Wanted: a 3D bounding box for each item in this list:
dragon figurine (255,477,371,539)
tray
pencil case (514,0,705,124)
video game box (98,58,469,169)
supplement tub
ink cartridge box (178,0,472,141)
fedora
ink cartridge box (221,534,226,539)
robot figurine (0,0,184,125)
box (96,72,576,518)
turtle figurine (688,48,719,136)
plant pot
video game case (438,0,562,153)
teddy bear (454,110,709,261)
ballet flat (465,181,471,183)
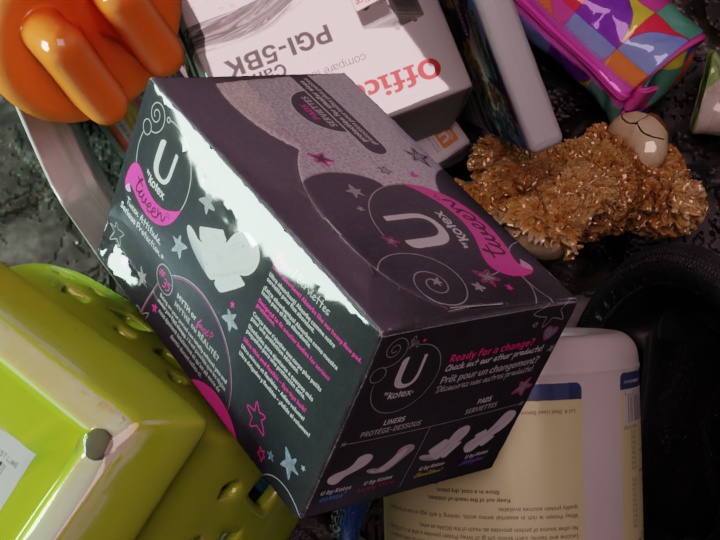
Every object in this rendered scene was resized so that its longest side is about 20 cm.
[{"bbox_3d":[-0.035,0.100,0.910,0.200,0.059,0.100,47,61,-14],"label":"dragon figurine"},{"bbox_3d":[-0.178,-0.082,0.919,0.022,0.108,0.200,-28,54,-3],"label":"tray"},{"bbox_3d":[0.122,-0.180,0.989,0.200,0.088,0.088,42,80,11],"label":"pencil case"},{"bbox_3d":[-0.061,-0.104,0.970,0.182,0.047,0.200,-35,86,-10],"label":"video game box"},{"bbox_3d":[0.084,0.135,0.865,0.144,0.145,0.201,-1,90,0],"label":"supplement tub"},{"bbox_3d":[-0.038,-0.162,0.915,0.146,0.083,0.201,-22,83,-8],"label":"ink cartridge box"},{"bbox_3d":[0.202,0.083,0.901,0.091,0.200,0.202,-2,73,-34],"label":"fedora"},{"bbox_3d":[-0.134,0.184,0.918,0.200,0.048,0.146,38,79,9],"label":"ink cartridge box"},{"bbox_3d":[-0.174,-0.156,0.840,0.200,0.116,0.144,44,121,41],"label":"robot figurine"},{"bbox_3d":[-0.016,0.001,0.764,0.132,0.115,0.200,-8,44,-40],"label":"box"},{"bbox_3d":[0.306,-0.112,0.944,0.193,0.201,0.144,15,42,8],"label":"turtle figurine"},{"bbox_3d":[-0.165,0.110,0.801,0.200,0.181,0.200,34,87,22],"label":"plant pot"},{"bbox_3d":[0.052,-0.172,0.895,0.023,0.182,0.201,-22,104,-3],"label":"video game case"},{"bbox_3d":[0.126,-0.051,0.909,0.199,0.145,0.067,-11,105,-29],"label":"teddy bear"},{"bbox_3d":[0.000,0.000,0.928,0.199,0.069,0.070,-13,75,-28],"label":"ballet flat"}]
